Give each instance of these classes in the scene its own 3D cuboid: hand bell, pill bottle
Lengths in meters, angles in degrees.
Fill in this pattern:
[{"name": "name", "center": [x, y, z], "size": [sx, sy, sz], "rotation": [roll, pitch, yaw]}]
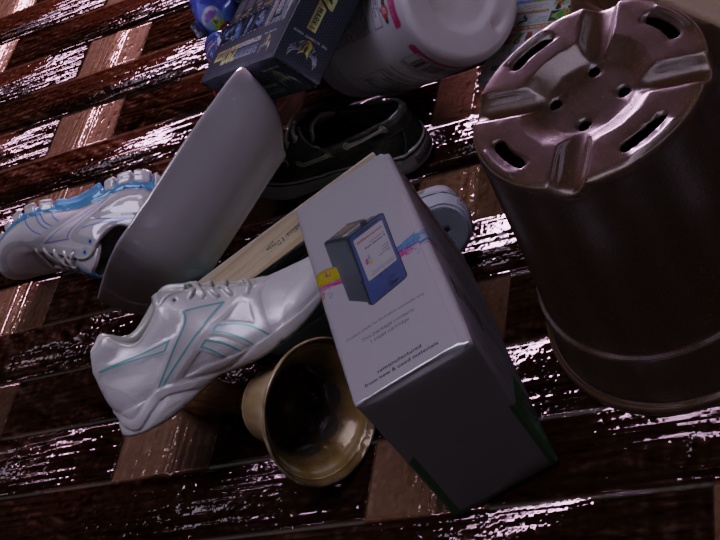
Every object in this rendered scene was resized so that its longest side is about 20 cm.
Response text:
[{"name": "hand bell", "center": [-0.087, 0.100, 0.969], "size": [0.199, 0.104, 0.105], "rotation": [0, 52, 52]}, {"name": "pill bottle", "center": [0.037, -0.213, 1.078], "size": [0.114, 0.113, 0.199], "rotation": [-55, 19, -18]}]

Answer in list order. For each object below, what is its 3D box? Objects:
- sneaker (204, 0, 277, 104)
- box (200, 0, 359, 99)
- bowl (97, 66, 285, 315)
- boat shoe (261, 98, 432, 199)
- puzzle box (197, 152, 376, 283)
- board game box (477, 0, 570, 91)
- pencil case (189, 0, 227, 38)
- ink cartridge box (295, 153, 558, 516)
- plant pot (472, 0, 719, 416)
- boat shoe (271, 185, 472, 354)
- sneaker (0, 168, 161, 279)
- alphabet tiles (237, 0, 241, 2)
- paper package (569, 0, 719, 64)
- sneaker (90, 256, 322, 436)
[{"name": "sneaker", "center": [-0.121, -0.192, 1.227], "size": [0.075, 0.078, 0.202], "rotation": [-42, 29, 46]}, {"name": "box", "center": [-0.057, -0.227, 1.083], "size": [0.160, 0.051, 0.199], "rotation": [-65, 22, -10]}, {"name": "bowl", "center": [-0.134, -0.052, 1.059], "size": [0.202, 0.074, 0.200], "rotation": [-60, 7, -22]}, {"name": "boat shoe", "center": [-0.032, -0.116, 1.120], "size": [0.197, 0.064, 0.072], "rotation": [-8, 48, 33]}, {"name": "puzzle box", "center": [-0.056, -0.021, 1.019], "size": [0.199, 0.026, 0.133], "rotation": [-36, -3, 5]}, {"name": "board game box", "center": [0.199, -0.213, 1.039], "size": [0.146, 0.064, 0.202], "rotation": [1, 53, 38]}, {"name": "pencil case", "center": [-0.098, -0.319, 1.294], "size": [0.200, 0.086, 0.078], "rotation": [-46, 24, 22]}, {"name": "ink cartridge box", "center": [0.042, 0.040, 0.863], "size": [0.087, 0.146, 0.202], "rotation": [-29, 42, 11]}, {"name": "plant pot", "center": [0.176, -0.048, 0.805], "size": [0.198, 0.199, 0.202], "rotation": [-20, 43, 20]}, {"name": "boat shoe", "center": [0.000, 0.000, 1.002], "size": [0.198, 0.074, 0.067], "rotation": [-26, 21, 7]}, {"name": "sneaker", "center": [-0.270, -0.025, 1.211], "size": [0.197, 0.075, 0.088], "rotation": [-22, 49, 19]}, {"name": "alphabet tiles", "center": [-0.021, -0.308, 1.212], "size": [0.197, 0.008, 0.170], "rotation": [17, 75, -4]}, {"name": "paper package", "center": [0.268, -0.218, 0.906], "size": [0.189, 0.104, 0.202], "rotation": [27, 68, 13]}, {"name": "sneaker", "center": [-0.108, 0.037, 0.925], "size": [0.199, 0.081, 0.070], "rotation": [-33, 7, -5]}]
